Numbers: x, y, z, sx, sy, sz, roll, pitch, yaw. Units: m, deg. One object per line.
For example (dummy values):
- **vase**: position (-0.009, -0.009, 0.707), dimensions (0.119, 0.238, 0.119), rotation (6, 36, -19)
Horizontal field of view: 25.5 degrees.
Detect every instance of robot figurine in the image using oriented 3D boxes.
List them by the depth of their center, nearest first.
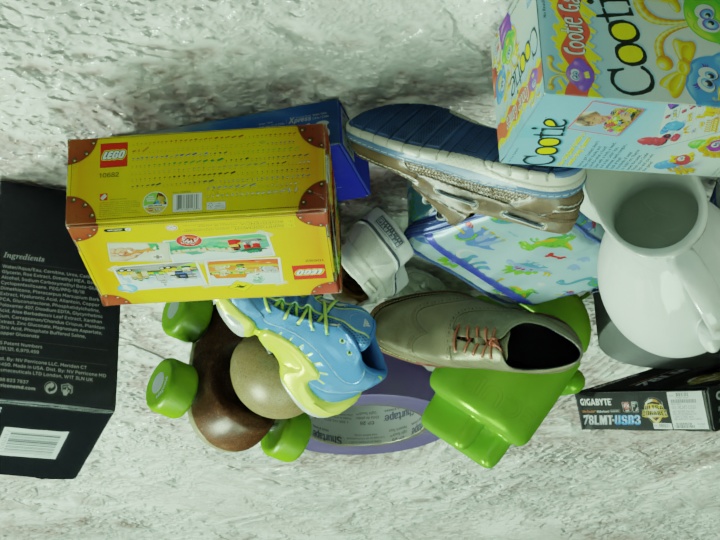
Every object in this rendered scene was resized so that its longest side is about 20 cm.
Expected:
- **robot figurine**: position (0.145, 0.087, 1.538), dimensions (0.175, 0.201, 0.116), rotation (35, 176, -34)

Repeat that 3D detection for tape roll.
- **tape roll**: position (0.329, 0.032, 1.563), dimensions (0.199, 0.067, 0.201), rotation (-3, 156, -1)
- **tape roll**: position (0.003, 0.131, 1.729), dimensions (0.198, 0.086, 0.200), rotation (-2, 155, -1)

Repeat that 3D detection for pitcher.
- **pitcher**: position (0.249, 0.008, 1.235), dimensions (0.121, 0.172, 0.200), rotation (-24, 147, 6)

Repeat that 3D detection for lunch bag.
- **lunch bag**: position (0.139, -0.038, 1.376), dimensions (0.160, 0.083, 0.200), rotation (-13, 153, 32)

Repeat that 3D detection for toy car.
- **toy car**: position (-0.079, 0.080, 1.506), dimensions (0.164, 0.159, 0.200), rotation (24, 150, -29)

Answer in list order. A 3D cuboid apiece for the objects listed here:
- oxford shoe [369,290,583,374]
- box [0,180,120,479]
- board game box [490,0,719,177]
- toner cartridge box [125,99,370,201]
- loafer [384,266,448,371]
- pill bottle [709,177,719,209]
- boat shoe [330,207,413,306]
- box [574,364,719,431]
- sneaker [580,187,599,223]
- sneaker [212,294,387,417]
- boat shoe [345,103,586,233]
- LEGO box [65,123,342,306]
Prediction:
- **oxford shoe**: position (0.106, 0.056, 1.435), dimensions (0.198, 0.071, 0.075), rotation (3, -179, -6)
- **box**: position (-0.283, 0.058, 1.398), dimensions (0.117, 0.201, 0.197), rotation (7, 155, -18)
- **board game box**: position (0.204, -0.137, 1.130), dimensions (0.198, 0.104, 0.105), rotation (3, 156, -13)
- **toner cartridge box**: position (-0.099, -0.084, 1.295), dimensions (0.199, 0.043, 0.095), rotation (-8, 154, 12)
- **loafer**: position (0.065, 0.058, 1.591), dimensions (0.069, 0.070, 0.200), rotation (17, 156, 36)
- **pill bottle**: position (0.348, -0.043, 1.341), dimensions (0.113, 0.115, 0.200), rotation (-3, 155, 0)
- **boat shoe**: position (0.000, 0.000, 1.396), dimensions (0.070, 0.071, 0.200), rotation (-39, 177, -8)
- **box**: position (0.360, 0.123, 1.646), dimensions (0.199, 0.050, 0.198), rotation (-12, -176, -32)
- **sneaker**: position (0.202, -0.092, 1.269), dimensions (0.082, 0.074, 0.200), rotation (-16, 153, 35)
- **sneaker**: position (-0.047, 0.035, 1.362), dimensions (0.105, 0.076, 0.200), rotation (-23, 121, 27)
- **boat shoe**: position (0.075, -0.072, 1.211), dimensions (0.199, 0.072, 0.073), rotation (19, 128, 29)
- **LEGO box**: position (-0.117, -0.040, 1.242), dimensions (0.198, 0.078, 0.149), rotation (-3, 155, 1)
